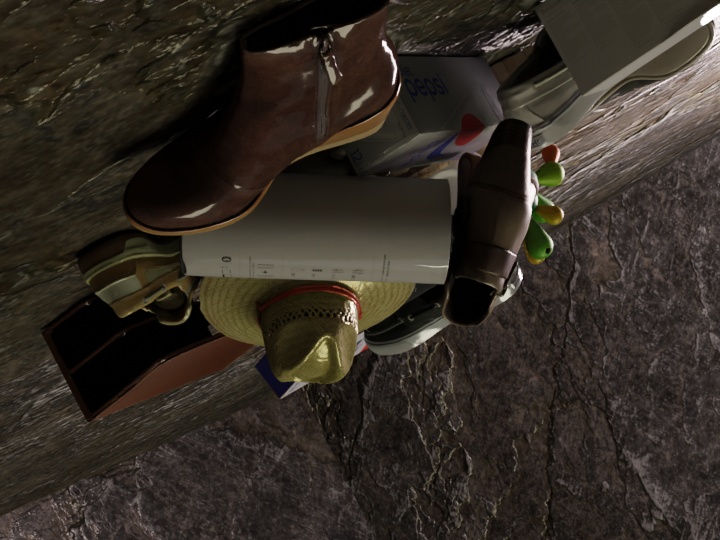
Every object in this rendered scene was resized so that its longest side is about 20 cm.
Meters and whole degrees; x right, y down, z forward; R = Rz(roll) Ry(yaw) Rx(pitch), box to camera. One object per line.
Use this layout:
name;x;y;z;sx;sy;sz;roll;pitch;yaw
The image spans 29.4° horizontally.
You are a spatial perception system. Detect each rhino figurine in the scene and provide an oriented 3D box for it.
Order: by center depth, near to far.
rhino figurine;-0.019;-0.081;1.132;0.199;0.060;0.087;-18;171;-36

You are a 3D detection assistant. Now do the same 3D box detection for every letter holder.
letter holder;-0.182;0.051;1.351;0.142;0.101;0.200;-35;171;37

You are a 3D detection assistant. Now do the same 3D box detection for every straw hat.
straw hat;-0.042;0.052;1.161;0.200;0.085;0.201;-4;148;-3

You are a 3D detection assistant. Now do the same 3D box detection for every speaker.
speaker;-0.032;-0.031;1.020;0.199;0.082;0.081;2;171;-2

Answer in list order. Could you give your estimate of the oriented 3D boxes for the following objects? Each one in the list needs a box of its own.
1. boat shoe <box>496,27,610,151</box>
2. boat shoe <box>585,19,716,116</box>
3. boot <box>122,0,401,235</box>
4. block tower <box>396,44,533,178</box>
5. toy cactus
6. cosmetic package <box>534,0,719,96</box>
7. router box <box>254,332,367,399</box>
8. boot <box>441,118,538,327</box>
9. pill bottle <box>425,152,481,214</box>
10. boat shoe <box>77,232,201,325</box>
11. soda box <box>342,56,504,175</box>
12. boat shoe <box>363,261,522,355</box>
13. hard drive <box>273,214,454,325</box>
boat shoe;0.174;-0.180;1.144;0.072;0.066;0.200;-1;-142;50
boat shoe;0.266;-0.209;1.352;0.200;0.067;0.057;-27;-169;42
boot;-0.068;-0.103;0.851;0.199;0.073;0.166;-26;161;-7
block tower;0.076;-0.125;1.224;0.199;0.058;0.054;-27;173;1
toy cactus;0.145;-0.103;1.393;0.102;0.201;0.165;-17;138;25
cosmetic package;0.232;-0.218;1.029;0.200;0.083;0.051;-32;174;39
router box;-0.003;0.042;1.531;0.179;0.049;0.200;-27;164;-49
boot;0.097;-0.025;1.095;0.070;0.147;0.200;14;160;6
pill bottle;0.063;-0.059;1.354;0.112;0.113;0.200;-26;-175;-12
boat shoe;-0.171;0.012;1.182;0.071;0.076;0.200;-30;173;21
soda box;0.051;-0.124;1.077;0.063;0.069;0.200;-31;172;28
boat shoe;0.074;0.025;1.419;0.199;0.057;0.069;-27;-146;32
hard drive;0.000;0.000;1.220;0.200;0.043;0.135;-32;149;34
